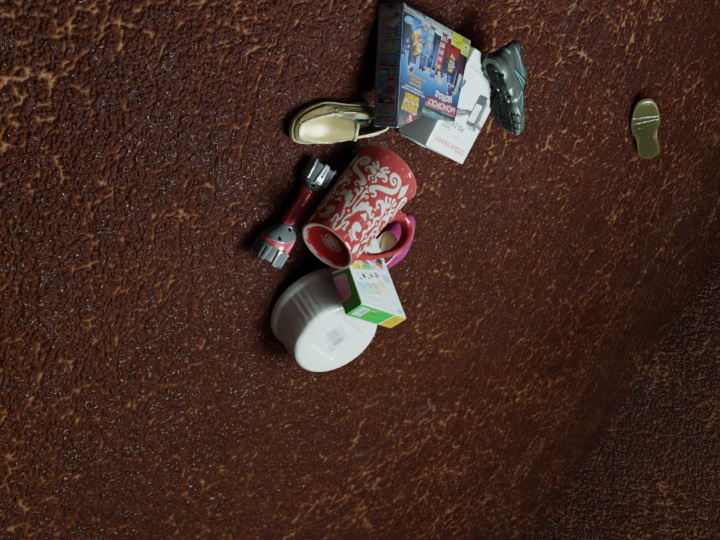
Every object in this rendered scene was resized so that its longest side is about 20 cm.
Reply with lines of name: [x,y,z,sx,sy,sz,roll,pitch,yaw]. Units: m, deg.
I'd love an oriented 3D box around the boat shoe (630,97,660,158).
boat shoe: [0.734,-0.375,2.382,0.201,0.072,0.064,58,27,-48]

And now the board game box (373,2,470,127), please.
board game box: [0.096,-0.337,1.625,0.199,0.061,0.202,13,90,-47]

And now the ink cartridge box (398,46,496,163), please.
ink cartridge box: [0.179,-0.321,1.772,0.145,0.083,0.202,15,105,-53]

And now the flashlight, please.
flashlight: [-0.118,-0.104,1.630,0.068,0.068,0.201,30,92,-13]

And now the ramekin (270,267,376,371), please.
ramekin: [-0.064,0.100,1.781,0.199,0.098,0.202,-21,139,-19]

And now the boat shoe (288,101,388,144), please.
boat shoe: [-0.031,-0.252,1.598,0.199,0.076,0.072,-20,132,-38]

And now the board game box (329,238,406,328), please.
board game box: [0.000,0.000,1.735,0.040,0.202,0.152,-32,151,24]

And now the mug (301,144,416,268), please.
mug: [0.011,-0.097,1.646,0.200,0.177,0.134,-51,178,-31]

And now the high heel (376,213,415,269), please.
high heel: [0.031,-0.034,1.850,0.200,0.067,0.096,-49,156,14]

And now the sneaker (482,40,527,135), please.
sneaker: [0.289,-0.342,1.751,0.079,0.075,0.201,-46,143,-19]
